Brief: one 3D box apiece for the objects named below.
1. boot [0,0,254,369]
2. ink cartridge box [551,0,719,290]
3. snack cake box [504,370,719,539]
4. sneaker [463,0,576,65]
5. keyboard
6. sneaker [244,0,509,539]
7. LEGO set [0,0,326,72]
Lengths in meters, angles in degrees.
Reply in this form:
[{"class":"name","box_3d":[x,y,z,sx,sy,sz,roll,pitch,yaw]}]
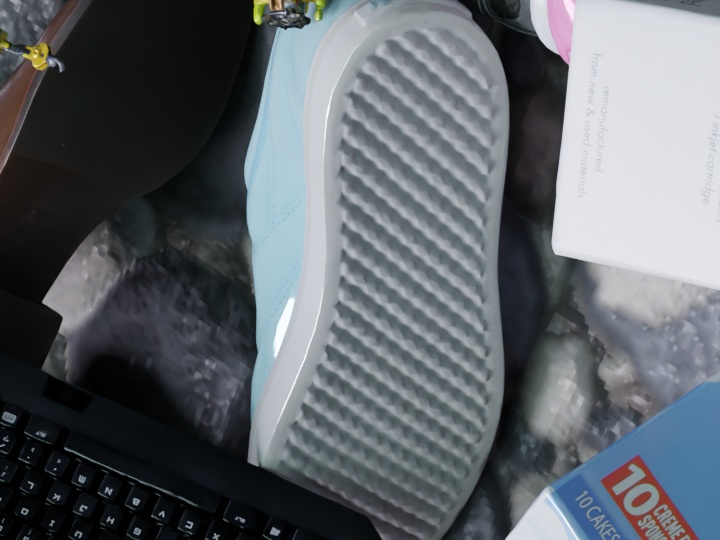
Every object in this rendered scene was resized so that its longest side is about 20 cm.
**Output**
[{"class":"boot","box_3d":[-0.141,-0.055,0.903,0.200,0.064,0.187,25,80,48]},{"class":"ink cartridge box","box_3d":[0.160,-0.024,0.683,0.199,0.116,0.068,14,106,29]},{"class":"snack cake box","box_3d":[0.139,0.115,0.715,0.200,0.115,0.067,54,160,12]},{"class":"sneaker","box_3d":[0.052,-0.156,0.753,0.086,0.080,0.202,20,104,39]},{"class":"keyboard","box_3d":[-0.098,0.068,0.774,0.199,0.105,0.040,22,152,4]},{"class":"sneaker","box_3d":[0.000,0.000,0.831,0.082,0.073,0.201,-120,36,-56]},{"class":"LEGO set","box_3d":[-0.073,-0.128,0.807,0.199,0.116,0.155,-9,74,20]}]
